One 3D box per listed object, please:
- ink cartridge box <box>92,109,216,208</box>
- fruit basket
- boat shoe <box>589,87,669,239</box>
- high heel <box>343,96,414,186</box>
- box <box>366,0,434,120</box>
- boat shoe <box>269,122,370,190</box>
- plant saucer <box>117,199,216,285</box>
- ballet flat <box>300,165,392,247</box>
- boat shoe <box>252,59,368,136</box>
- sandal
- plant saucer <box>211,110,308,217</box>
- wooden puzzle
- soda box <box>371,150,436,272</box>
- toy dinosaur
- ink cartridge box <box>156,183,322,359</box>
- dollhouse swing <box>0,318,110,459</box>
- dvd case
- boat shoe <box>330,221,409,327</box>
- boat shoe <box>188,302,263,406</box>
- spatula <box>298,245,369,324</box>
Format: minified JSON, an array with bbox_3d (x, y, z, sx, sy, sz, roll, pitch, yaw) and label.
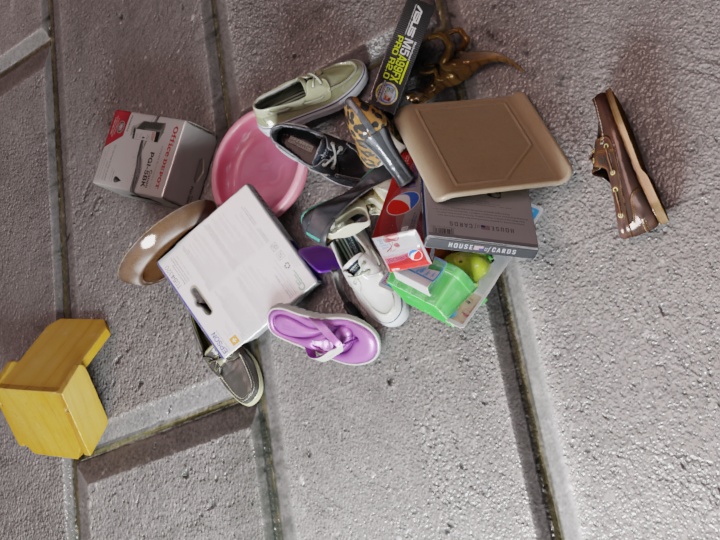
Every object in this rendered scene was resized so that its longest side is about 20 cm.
[{"bbox_3d":[-0.369,-0.199,1.803,0.198,0.083,0.149,13,84,37],"label":"ink cartridge box"},{"bbox_3d":[0.131,-0.034,1.400,0.184,0.093,0.202,28,84,45],"label":"fruit basket"},{"bbox_3d":[0.331,-0.139,1.302,0.070,0.070,0.203,-24,65,23],"label":"boat shoe"},{"bbox_3d":[0.007,-0.209,1.425,0.071,0.143,0.200,-37,28,2],"label":"high heel"},{"bbox_3d":[0.051,-0.296,1.476,0.044,0.200,0.162,20,89,-3],"label":"box"},{"bbox_3d":[-0.049,-0.178,1.547,0.198,0.068,0.073,27,96,13],"label":"boat shoe"},{"bbox_3d":[-0.308,-0.038,1.658,0.200,0.200,0.032,-45,79,16],"label":"plant saucer"},{"bbox_3d":[0.006,-0.097,1.485,0.199,0.074,0.073,-33,54,-17],"label":"ballet flat"},{"bbox_3d":[-0.078,-0.280,1.598,0.198,0.062,0.072,-31,60,-2],"label":"boat shoe"},{"bbox_3d":[-0.061,0.103,1.499,0.200,0.050,0.084,10,121,30],"label":"sandal"},{"bbox_3d":[-0.159,-0.168,1.668,0.198,0.051,0.204,-11,71,32],"label":"plant saucer"},{"bbox_3d":[0.164,-0.167,1.373,0.197,0.038,0.186,-11,49,-14],"label":"wooden puzzle"},{"bbox_3d":[0.076,-0.090,1.398,0.069,0.064,0.201,-11,37,26],"label":"soda box"},{"bbox_3d":[0.151,-0.309,1.497,0.198,0.060,0.108,-20,90,35],"label":"toy dinosaur"},{"bbox_3d":[-0.192,0.002,1.595,0.199,0.043,0.197,-39,80,11],"label":"ink cartridge box"},{"bbox_3d":[-0.529,0.211,1.834,0.198,0.176,0.184,-2,117,34],"label":"dollhouse swing"},{"bbox_3d":[0.153,-0.100,1.345,0.025,0.148,0.202,103,171,-46],"label":"dvd case"},{"bbox_3d":[0.000,0.000,1.499,0.074,0.066,0.201,-45,57,17],"label":"boat shoe"},{"bbox_3d":[-0.224,0.132,1.620,0.072,0.066,0.202,-43,57,16],"label":"boat shoe"},{"bbox_3d":[-0.026,0.034,1.527,0.201,0.056,0.021,58,141,24],"label":"spatula"}]
